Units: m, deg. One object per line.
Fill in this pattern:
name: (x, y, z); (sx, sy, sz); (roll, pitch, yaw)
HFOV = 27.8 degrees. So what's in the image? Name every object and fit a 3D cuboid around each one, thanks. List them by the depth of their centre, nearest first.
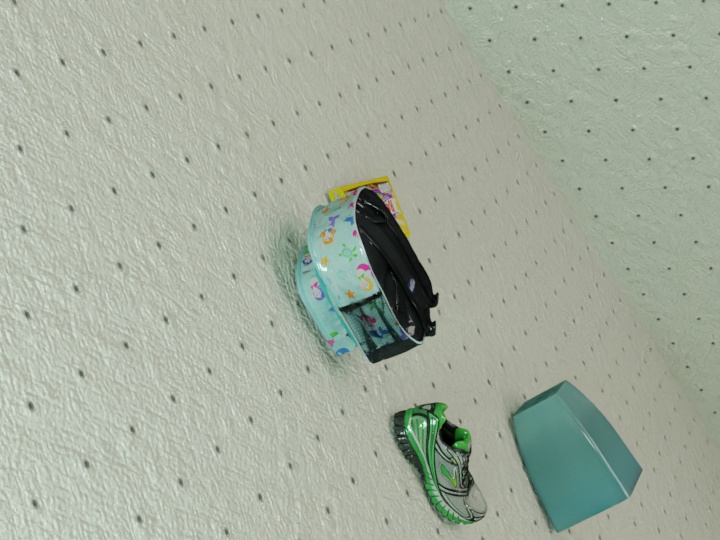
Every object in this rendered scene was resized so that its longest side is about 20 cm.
backpack: (0.000, 0.000, 1.892); (0.178, 0.150, 0.201); (-77, 145, -58)
sneaker: (0.125, 0.269, 2.006); (0.201, 0.085, 0.078); (58, 25, -23)
candy box: (0.016, -0.082, 2.159); (0.200, 0.026, 0.103); (-22, 93, -67)
plant pot: (0.348, 0.296, 2.407); (0.201, 0.141, 0.141); (60, 23, -1)
